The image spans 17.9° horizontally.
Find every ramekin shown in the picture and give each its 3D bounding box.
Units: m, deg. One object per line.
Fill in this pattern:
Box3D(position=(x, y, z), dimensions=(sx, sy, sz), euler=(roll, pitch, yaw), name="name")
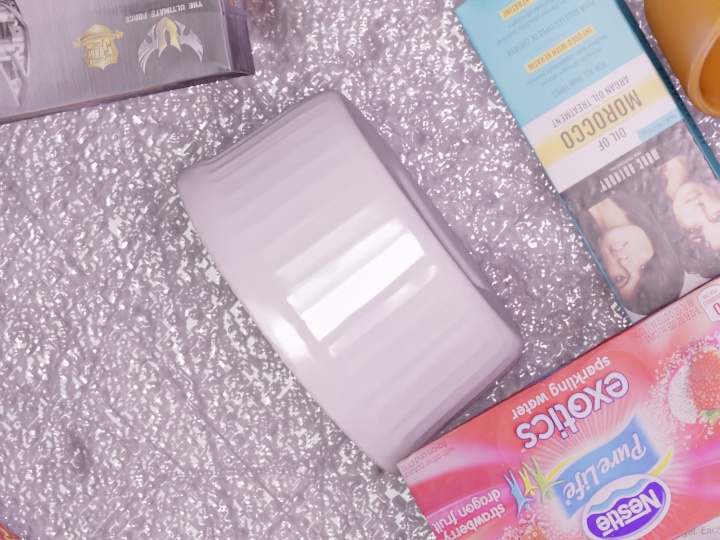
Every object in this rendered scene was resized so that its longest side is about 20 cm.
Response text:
Box3D(position=(0.000, 0.000, 1.215), dimensions=(0.097, 0.200, 0.201), euler=(-36, 83, 6), name="ramekin")

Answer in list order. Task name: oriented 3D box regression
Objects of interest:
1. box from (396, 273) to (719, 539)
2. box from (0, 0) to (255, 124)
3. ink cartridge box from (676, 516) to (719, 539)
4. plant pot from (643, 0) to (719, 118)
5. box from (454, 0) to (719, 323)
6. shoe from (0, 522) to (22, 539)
Box3D(position=(0.133, 0.085, 1.130), dimensions=(0.199, 0.095, 0.103), euler=(-31, 86, 25), name="box")
Box3D(position=(-0.171, -0.173, 1.325), dimensions=(0.198, 0.048, 0.160), euler=(-9, 90, 15), name="box")
Box3D(position=(0.208, 0.144, 1.204), dimensions=(0.146, 0.083, 0.202), euler=(-6, 95, 24), name="ink cartridge box")
Box3D(position=(0.210, -0.209, 1.161), dimensions=(0.200, 0.200, 0.184), euler=(-34, 68, 14), name="plant pot")
Box3D(position=(0.136, -0.076, 1.247), dimensions=(0.082, 0.049, 0.201), euler=(-31, 84, 14), name="box")
Box3D(position=(-0.228, 0.180, 1.333), dimensions=(0.200, 0.091, 0.072), euler=(44, 102, 9), name="shoe")
